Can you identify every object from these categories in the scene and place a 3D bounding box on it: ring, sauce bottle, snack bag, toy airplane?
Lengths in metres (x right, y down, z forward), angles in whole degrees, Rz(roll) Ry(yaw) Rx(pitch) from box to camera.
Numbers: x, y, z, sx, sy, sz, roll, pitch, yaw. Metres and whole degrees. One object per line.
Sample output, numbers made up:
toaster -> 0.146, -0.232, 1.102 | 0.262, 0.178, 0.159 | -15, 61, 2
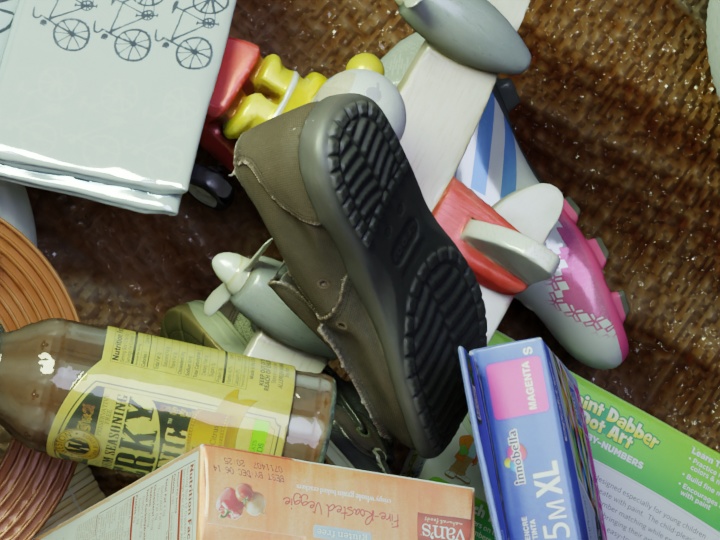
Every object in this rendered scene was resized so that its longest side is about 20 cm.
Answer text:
ring -> -0.217, 0.061, 1.252 | 0.199, 0.019, 0.202 | -4, 100, -22
sauce bottle -> -0.113, 0.058, 1.233 | 0.199, 0.065, 0.065 | 11, 73, -5
snack bag -> -0.159, -0.126, 1.296 | 0.199, 0.021, 0.189 | 12, 61, 3
toy airplane -> 0.008, -0.047, 1.307 | 0.198, 0.141, 0.201 | -14, 72, -6

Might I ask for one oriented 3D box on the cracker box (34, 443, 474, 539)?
cracker box -> -0.053, 0.135, 1.233 | 0.133, 0.200, 0.058 | 12, 69, -25

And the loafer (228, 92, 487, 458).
loafer -> 0.000, 0.000, 1.230 | 0.073, 0.071, 0.201 | -54, 136, -37

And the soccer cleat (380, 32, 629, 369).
soccer cleat -> 0.063, -0.027, 1.405 | 0.086, 0.070, 0.201 | -27, 83, -10

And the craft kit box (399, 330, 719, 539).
craft kit box -> 0.102, 0.159, 1.378 | 0.199, 0.049, 0.198 | 29, 72, -10

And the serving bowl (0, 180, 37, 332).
serving bowl -> -0.244, -0.014, 1.290 | 0.199, 0.066, 0.201 | 5, 74, -18

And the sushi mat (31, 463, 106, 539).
sushi mat -> -0.195, 0.167, 1.289 | 0.200, 0.012, 0.096 | -33, 90, -23

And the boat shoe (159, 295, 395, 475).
boat shoe -> -0.014, 0.081, 1.325 | 0.066, 0.072, 0.201 | -33, 68, -29

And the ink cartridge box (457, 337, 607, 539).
ink cartridge box -> 0.085, 0.099, 1.263 | 0.042, 0.200, 0.120 | -12, 79, 10

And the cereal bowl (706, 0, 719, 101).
cereal bowl -> 0.273, -0.119, 1.485 | 0.199, 0.083, 0.201 | 4, 75, -17
